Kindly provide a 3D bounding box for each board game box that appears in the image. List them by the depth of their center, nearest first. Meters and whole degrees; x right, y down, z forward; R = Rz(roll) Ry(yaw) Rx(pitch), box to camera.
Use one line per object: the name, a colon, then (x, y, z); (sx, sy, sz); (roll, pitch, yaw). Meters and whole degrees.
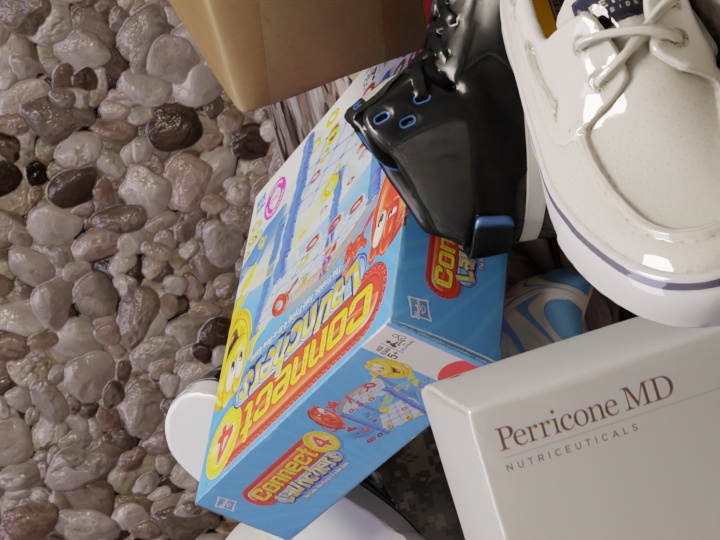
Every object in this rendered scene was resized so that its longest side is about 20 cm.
board game box: (0.000, 0.000, 0.851); (0.200, 0.055, 0.197); (-46, 28, 47)

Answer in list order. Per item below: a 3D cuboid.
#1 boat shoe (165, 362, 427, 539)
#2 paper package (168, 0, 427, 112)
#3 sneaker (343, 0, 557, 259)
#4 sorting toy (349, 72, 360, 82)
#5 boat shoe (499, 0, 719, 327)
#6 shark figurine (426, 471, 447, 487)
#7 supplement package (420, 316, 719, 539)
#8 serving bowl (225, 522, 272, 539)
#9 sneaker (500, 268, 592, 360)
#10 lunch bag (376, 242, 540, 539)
boat shoe: (-0.015, 0.125, 0.944); (0.199, 0.072, 0.068); (39, -149, 7)
paper package: (-0.060, -0.204, 0.786); (0.191, 0.103, 0.201); (57, 167, 42)
sneaker: (0.039, -0.103, 0.715); (0.073, 0.111, 0.202); (-150, 44, -80)
sorting toy: (0.004, -0.211, 0.992); (0.199, 0.069, 0.202); (-120, 14, -69)
boat shoe: (0.087, -0.067, 0.588); (0.201, 0.070, 0.070); (-102, -2, -47)
shark figurine: (0.077, 0.143, 0.952); (0.216, 0.088, 0.129); (86, -164, -46)
supplement package: (0.110, 0.124, 0.652); (0.117, 0.116, 0.202); (-170, 62, -85)
serving bowl: (0.008, 0.196, 1.075); (0.200, 0.198, 0.066); (-117, 47, -62)
sneaker: (0.117, 0.090, 0.814); (0.201, 0.072, 0.072); (61, 168, -23)
lunch bag: (0.052, 0.070, 1.046); (0.168, 0.138, 0.202); (-93, -12, -66)
